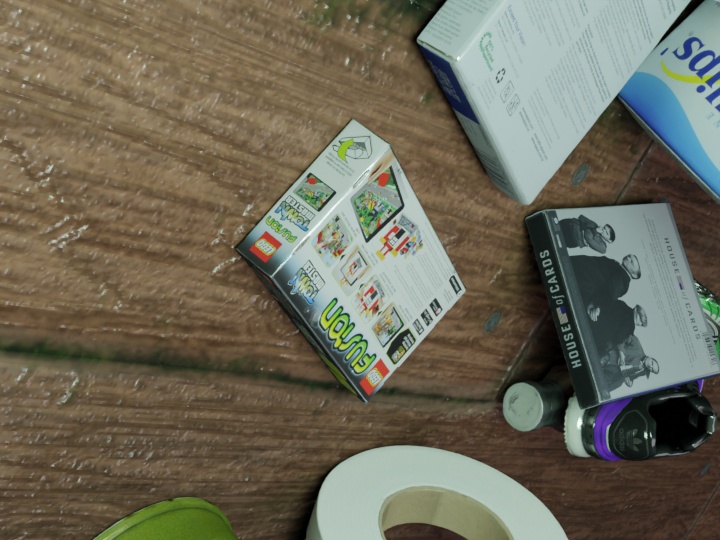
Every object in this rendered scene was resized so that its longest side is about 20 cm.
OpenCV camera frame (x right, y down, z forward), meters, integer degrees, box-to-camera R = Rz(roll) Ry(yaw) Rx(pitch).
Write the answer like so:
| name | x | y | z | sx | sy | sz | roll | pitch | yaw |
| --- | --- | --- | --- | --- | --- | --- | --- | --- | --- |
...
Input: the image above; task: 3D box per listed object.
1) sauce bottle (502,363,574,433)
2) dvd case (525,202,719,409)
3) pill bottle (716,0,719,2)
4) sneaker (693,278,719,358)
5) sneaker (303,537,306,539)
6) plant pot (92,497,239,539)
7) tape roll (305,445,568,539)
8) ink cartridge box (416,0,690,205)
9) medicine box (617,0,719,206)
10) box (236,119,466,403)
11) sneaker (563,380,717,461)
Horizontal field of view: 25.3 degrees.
| name | x | y | z | sx | sy | sz | roll | pitch | yaw |
| --- | --- | --- | --- | --- | --- | --- | --- | --- | --- |
| sauce bottle | 0.191 | 0.109 | 1.386 | 0.199 | 0.066 | 0.067 | 2 | 120 | -52 |
| dvd case | 0.211 | 0.023 | 1.263 | 0.025 | 0.152 | 0.199 | -22 | 170 | 37 |
| pill bottle | 0.283 | -0.279 | 1.056 | 0.106 | 0.106 | 0.202 | -16 | 119 | -45 |
| sneaker | 0.290 | 0.060 | 1.456 | 0.085 | 0.078 | 0.200 | -48 | 150 | -7 |
| sneaker | 0.007 | 0.261 | 1.262 | 0.075 | 0.090 | 0.201 | -43 | 148 | -16 |
| plant pot | -0.101 | 0.288 | 1.043 | 0.200 | 0.192 | 0.202 | -33 | 144 | -28 |
| tape roll | 0.058 | 0.206 | 1.170 | 0.202 | 0.202 | 0.037 | -18 | 136 | -44 |
| ink cartridge box | 0.134 | -0.168 | 1.049 | 0.201 | 0.043 | 0.197 | -52 | 150 | -9 |
| medicine box | 0.318 | -0.129 | 1.148 | 0.200 | 0.183 | 0.103 | -44 | 132 | 9 |
| box | 0.000 | 0.000 | 1.041 | 0.110 | 0.035 | 0.200 | -47 | 149 | -9 |
| sneaker | 0.259 | 0.119 | 1.339 | 0.199 | 0.099 | 0.071 | -21 | 109 | -50 |
